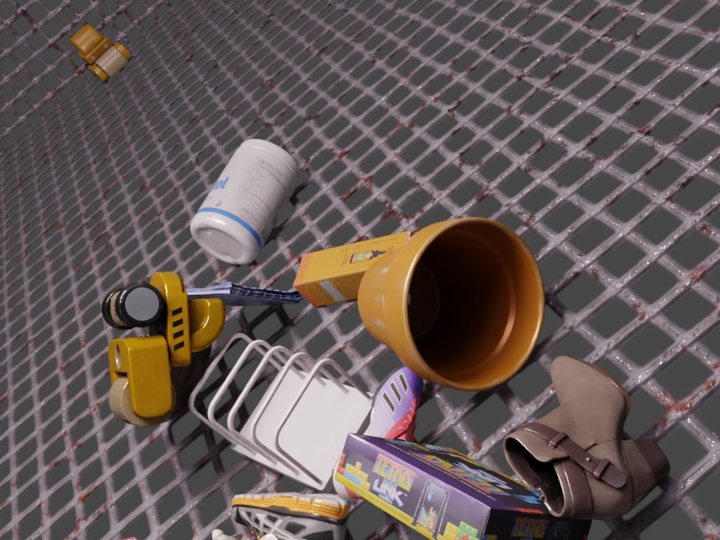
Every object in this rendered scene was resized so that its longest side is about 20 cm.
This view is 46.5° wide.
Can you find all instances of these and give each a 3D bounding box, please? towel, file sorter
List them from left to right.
[{"bbox_3d":[-0.197,0.036,1.285,0.145,0.200,0.024,-4,82,27],"label":"towel"},{"bbox_3d":[-0.105,0.177,1.097,0.200,0.125,0.139,9,60,46],"label":"file sorter"}]

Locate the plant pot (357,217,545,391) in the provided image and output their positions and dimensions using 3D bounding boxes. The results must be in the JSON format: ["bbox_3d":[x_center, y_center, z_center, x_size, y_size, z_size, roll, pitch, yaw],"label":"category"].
[{"bbox_3d":[0.092,0.038,1.037,0.200,0.200,0.183,-54,23,-17],"label":"plant pot"}]

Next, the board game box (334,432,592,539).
[{"bbox_3d":[0.099,0.226,0.834,0.200,0.165,0.057,16,87,49],"label":"board game box"}]

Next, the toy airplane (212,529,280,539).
[{"bbox_3d":[-0.193,0.393,0.945,0.199,0.141,0.200,-13,43,30],"label":"toy airplane"}]

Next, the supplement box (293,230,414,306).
[{"bbox_3d":[0.000,0.000,1.250,0.200,0.069,0.067,-13,45,35],"label":"supplement box"}]

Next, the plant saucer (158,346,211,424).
[{"bbox_3d":[-0.273,0.146,1.270,0.034,0.200,0.200,19,60,10],"label":"plant saucer"}]

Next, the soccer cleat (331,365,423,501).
[{"bbox_3d":[0.041,0.189,0.990,0.073,0.068,0.200,-13,29,40],"label":"soccer cleat"}]

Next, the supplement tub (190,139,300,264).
[{"bbox_3d":[-0.206,-0.122,1.509,0.132,0.132,0.200,-3,50,40],"label":"supplement tub"}]

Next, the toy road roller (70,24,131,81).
[{"bbox_3d":[-0.838,-0.700,2.671,0.123,0.146,0.200,-47,36,-8],"label":"toy road roller"}]

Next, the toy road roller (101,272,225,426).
[{"bbox_3d":[-0.258,0.102,1.122,0.123,0.146,0.200,-11,82,62],"label":"toy road roller"}]

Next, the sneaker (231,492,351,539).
[{"bbox_3d":[-0.091,0.307,1.007,0.200,0.078,0.077,-13,75,48],"label":"sneaker"}]

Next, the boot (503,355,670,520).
[{"bbox_3d":[0.205,0.161,0.833,0.146,0.070,0.200,-6,34,-27],"label":"boot"}]

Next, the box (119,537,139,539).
[{"bbox_3d":[-0.345,0.426,1.086,0.200,0.095,0.100,-21,40,26],"label":"box"}]
